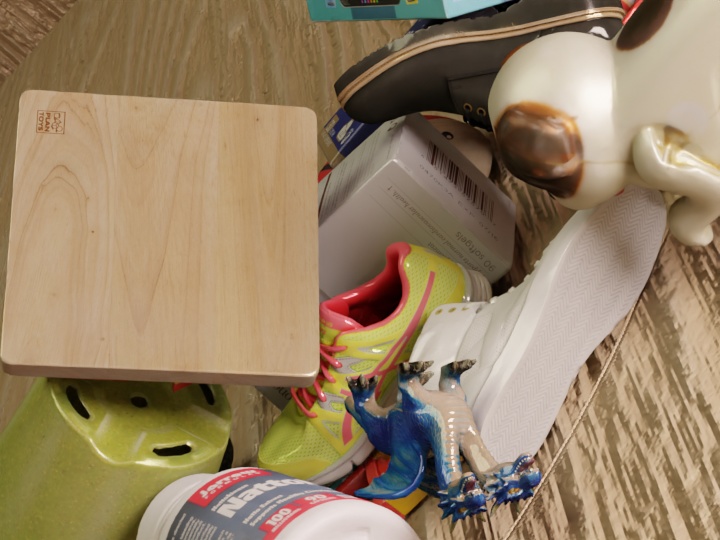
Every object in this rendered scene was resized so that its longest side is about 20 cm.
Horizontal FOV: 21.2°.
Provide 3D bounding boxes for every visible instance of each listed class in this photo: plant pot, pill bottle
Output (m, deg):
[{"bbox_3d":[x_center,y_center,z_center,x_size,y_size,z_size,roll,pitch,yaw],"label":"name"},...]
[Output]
[{"bbox_3d":[-0.181,0.146,1.330,0.200,0.200,0.184,-82,16,-53],"label":"plant pot"},{"bbox_3d":[-0.056,0.183,1.172,0.120,0.120,0.200,-57,29,-15],"label":"pill bottle"}]

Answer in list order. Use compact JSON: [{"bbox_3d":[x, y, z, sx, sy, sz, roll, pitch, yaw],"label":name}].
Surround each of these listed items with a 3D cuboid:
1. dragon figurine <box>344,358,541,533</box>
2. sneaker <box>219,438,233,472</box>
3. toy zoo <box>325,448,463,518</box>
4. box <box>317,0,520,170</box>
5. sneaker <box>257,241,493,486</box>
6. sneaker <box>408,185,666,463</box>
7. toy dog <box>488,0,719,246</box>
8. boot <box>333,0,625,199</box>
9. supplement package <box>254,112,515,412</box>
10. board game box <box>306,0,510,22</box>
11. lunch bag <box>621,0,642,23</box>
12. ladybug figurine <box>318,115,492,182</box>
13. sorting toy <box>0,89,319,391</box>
[{"bbox_3d":[0.031,0.108,1.136,0.200,0.059,0.100,-19,73,57],"label":"dragon figurine"},{"bbox_3d":[-0.175,0.177,1.517,0.200,0.074,0.080,-41,21,24],"label":"sneaker"},{"bbox_3d":[0.009,0.131,1.290,0.200,0.020,0.131,-46,22,13],"label":"toy zoo"},{"bbox_3d":[0.046,-0.156,1.456,0.200,0.032,0.121,-47,14,5],"label":"box"},{"bbox_3d":[-0.009,0.058,1.277,0.200,0.090,0.078,-49,36,6],"label":"sneaker"},{"bbox_3d":[0.099,0.020,1.198,0.200,0.074,0.116,-56,33,-9],"label":"sneaker"},{"bbox_3d":[0.170,-0.101,1.086,0.200,0.194,0.140,-22,40,18],"label":"toy dog"},{"bbox_3d":[0.090,-0.096,1.272,0.200,0.138,0.077,-18,-11,19],"label":"boot"},{"bbox_3d":[0.000,0.000,1.373,0.200,0.117,0.117,-43,15,22],"label":"supplement package"},{"bbox_3d":[0.069,-0.215,1.359,0.151,0.047,0.200,-19,15,-25],"label":"board game box"},{"bbox_3d":[0.186,-0.199,1.384,0.200,0.082,0.176,-45,20,22],"label":"lunch bag"},{"bbox_3d":[0.023,-0.067,1.517,0.200,0.072,0.136,-17,39,56],"label":"ladybug figurine"},{"bbox_3d":[-0.130,-0.011,1.272,0.070,0.199,0.200,107,164,-61],"label":"sorting toy"}]
